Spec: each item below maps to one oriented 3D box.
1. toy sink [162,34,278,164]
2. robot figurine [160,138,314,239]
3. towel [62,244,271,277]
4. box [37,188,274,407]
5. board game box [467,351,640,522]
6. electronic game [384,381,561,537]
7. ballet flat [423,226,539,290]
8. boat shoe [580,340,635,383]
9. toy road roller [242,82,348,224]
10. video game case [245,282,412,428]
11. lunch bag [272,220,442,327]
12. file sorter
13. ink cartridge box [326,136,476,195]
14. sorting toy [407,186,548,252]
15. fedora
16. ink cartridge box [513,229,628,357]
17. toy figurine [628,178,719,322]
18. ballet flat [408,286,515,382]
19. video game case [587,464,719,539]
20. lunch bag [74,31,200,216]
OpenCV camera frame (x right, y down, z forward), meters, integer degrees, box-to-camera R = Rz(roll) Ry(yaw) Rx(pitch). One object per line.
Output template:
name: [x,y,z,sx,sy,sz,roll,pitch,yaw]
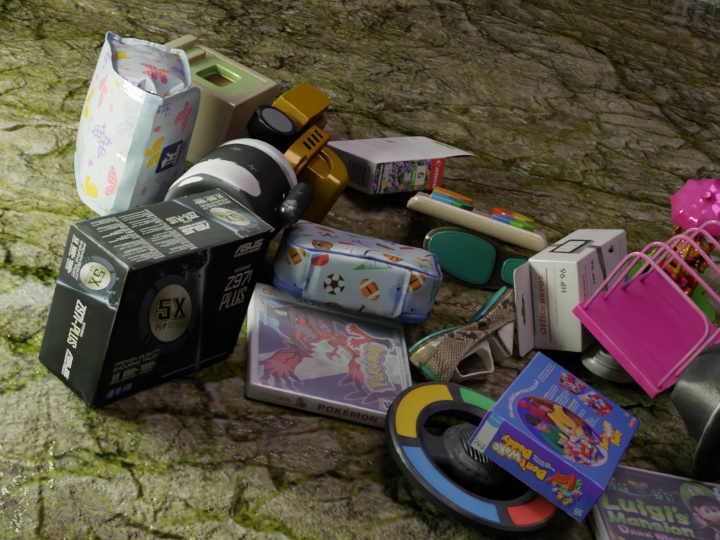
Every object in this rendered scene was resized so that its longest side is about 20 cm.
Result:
toy sink: [-0.234,-0.237,1.804,0.200,0.112,0.130,28,29,13]
robot figurine: [-0.147,-0.071,1.525,0.150,0.125,0.200,34,31,1]
towel: [-0.217,-0.011,1.526,0.147,0.022,0.200,35,33,23]
box: [-0.199,0.023,1.328,0.086,0.164,0.200,36,31,26]
board game box: [0.204,0.166,1.391,0.134,0.045,0.200,35,23,11]
electronic game: [0.116,0.187,1.358,0.200,0.042,0.200,21,32,-14]
ballet flat: [0.171,-0.009,1.739,0.200,0.071,0.071,15,29,-9]
boat shoe: [0.356,0.090,1.673,0.200,0.069,0.072,-1,36,-35]
toy road roller: [-0.081,-0.139,1.739,0.146,0.123,0.200,38,30,0]
video game case: [-0.034,0.091,1.465,0.182,0.023,0.200,14,30,-12]
lunch bag: [0.000,0.000,1.567,0.200,0.076,0.160,15,12,-5]
file sorter: [0.379,0.035,1.589,0.200,0.125,0.139,-19,62,-48]
ink cartridge box: [0.054,-0.148,1.881,0.200,0.050,0.109,-8,24,-43]
sorting toy: [0.158,-0.071,1.768,0.185,0.037,0.200,19,5,4]
fedora: [0.409,0.142,1.505,0.200,0.201,0.092,-11,39,-44]
ink cartridge box: [0.262,0.028,1.654,0.068,0.116,0.200,3,17,32]
toy figurine: [0.461,-0.044,1.852,0.150,0.184,0.200,30,29,17]
ballet flat: [0.132,0.085,1.556,0.075,0.068,0.200,51,41,9]
video game case: [0.329,0.273,1.390,0.200,0.023,0.182,12,29,-15]
lunch bag: [-0.264,-0.164,1.593,0.127,0.170,0.200,13,23,-17]
